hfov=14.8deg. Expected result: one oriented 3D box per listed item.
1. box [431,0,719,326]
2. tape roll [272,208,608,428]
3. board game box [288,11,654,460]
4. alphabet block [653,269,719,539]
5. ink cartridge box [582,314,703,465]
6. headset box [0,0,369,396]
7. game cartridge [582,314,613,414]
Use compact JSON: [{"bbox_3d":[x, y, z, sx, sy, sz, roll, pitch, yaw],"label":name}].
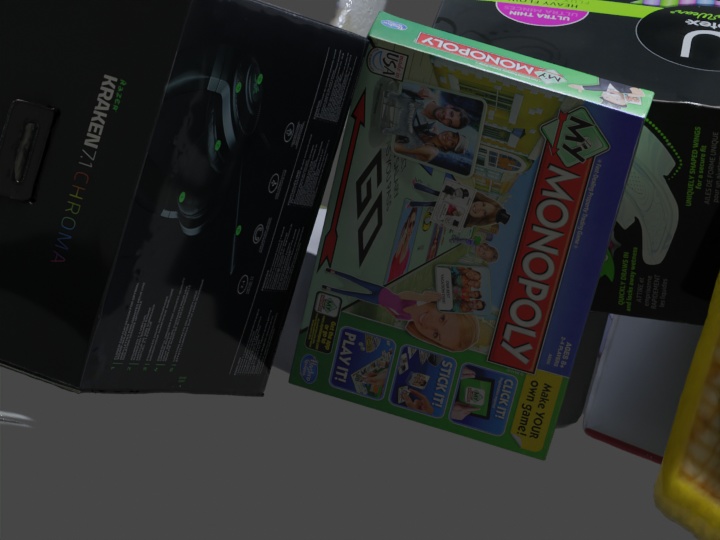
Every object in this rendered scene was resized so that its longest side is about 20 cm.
[{"bbox_3d":[0.130,-0.064,1.386,0.199,0.125,0.149,8,30,7],"label":"box"},{"bbox_3d":[0.030,0.023,1.478,0.199,0.066,0.200,13,9,-2],"label":"tape roll"},{"bbox_3d":[0.049,-0.013,1.316,0.134,0.201,0.029,17,33,6],"label":"board game box"},{"bbox_3d":[0.267,0.056,1.212,0.199,0.196,0.196,17,1,-10],"label":"alphabet block"},{"bbox_3d":[0.252,0.055,1.535,0.145,0.145,0.200,19,3,41],"label":"ink cartridge box"},{"bbox_3d":[-0.095,-0.041,1.188,0.092,0.175,0.200,18,5,22],"label":"headset box"},{"bbox_3d":[0.121,0.020,1.642,0.040,0.134,0.200,-22,2,-8],"label":"game cartridge"}]
